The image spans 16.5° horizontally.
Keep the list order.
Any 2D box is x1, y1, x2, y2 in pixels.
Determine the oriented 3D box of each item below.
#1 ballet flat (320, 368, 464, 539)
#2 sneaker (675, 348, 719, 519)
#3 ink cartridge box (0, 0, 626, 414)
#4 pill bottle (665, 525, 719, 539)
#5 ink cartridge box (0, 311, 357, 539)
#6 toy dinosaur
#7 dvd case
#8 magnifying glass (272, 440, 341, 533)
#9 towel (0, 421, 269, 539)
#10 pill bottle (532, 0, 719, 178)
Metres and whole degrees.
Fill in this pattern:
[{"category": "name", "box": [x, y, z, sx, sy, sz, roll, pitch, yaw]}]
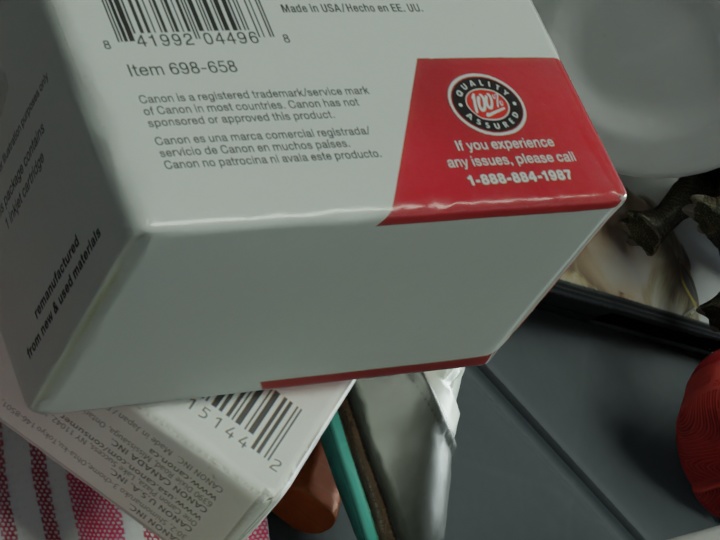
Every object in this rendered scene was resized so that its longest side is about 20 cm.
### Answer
[{"category": "ballet flat", "box": [-0.005, -0.002, 0.762, 0.201, 0.068, 0.068, 64, -5, 12]}, {"category": "sneaker", "box": [0.182, 0.045, 0.982, 0.200, 0.078, 0.116, 38, 45, -48]}, {"category": "ink cartridge box", "box": [-0.041, -0.073, 0.656, 0.143, 0.084, 0.201, -4, 59, -33]}, {"category": "pill bottle", "box": [0.125, 0.188, 0.806, 0.114, 0.114, 0.201, -4, 74, -50]}, {"category": "ink cartridge box", "box": [-0.075, -0.039, 0.699, 0.200, 0.045, 0.176, 37, 44, -2]}, {"category": "toy dinosaur", "box": [0.161, -0.039, 0.914, 0.077, 0.200, 0.102, 39, 61, 4]}, {"category": "dvd case", "box": [0.105, -0.042, 0.968, 0.199, 0.017, 0.144, 15, 59, -51]}, {"category": "magnifying glass", "box": [0.000, 0.000, 0.840, 0.080, 0.022, 0.201, 41, 43, -28]}, {"category": "towel", "box": [-0.095, 0.069, 0.684, 0.199, 0.030, 0.147, 4, 67, -48]}, {"category": "pill bottle", "box": [0.120, -0.135, 0.928, 0.111, 0.111, 0.201, 47, 37, -21]}]
